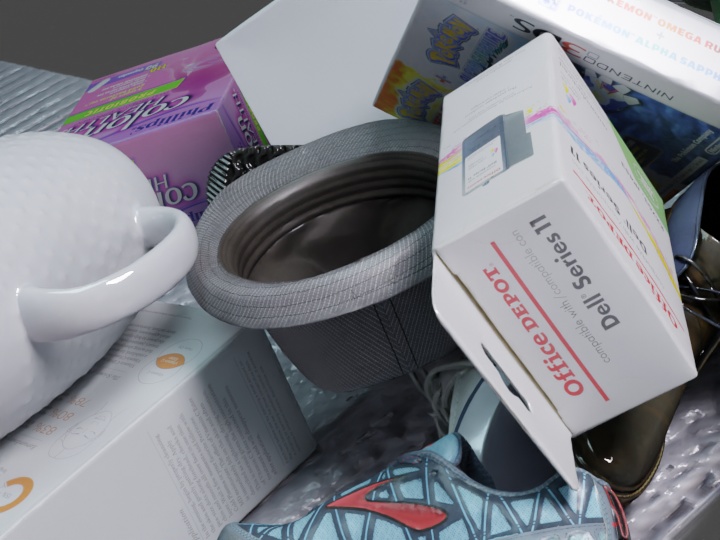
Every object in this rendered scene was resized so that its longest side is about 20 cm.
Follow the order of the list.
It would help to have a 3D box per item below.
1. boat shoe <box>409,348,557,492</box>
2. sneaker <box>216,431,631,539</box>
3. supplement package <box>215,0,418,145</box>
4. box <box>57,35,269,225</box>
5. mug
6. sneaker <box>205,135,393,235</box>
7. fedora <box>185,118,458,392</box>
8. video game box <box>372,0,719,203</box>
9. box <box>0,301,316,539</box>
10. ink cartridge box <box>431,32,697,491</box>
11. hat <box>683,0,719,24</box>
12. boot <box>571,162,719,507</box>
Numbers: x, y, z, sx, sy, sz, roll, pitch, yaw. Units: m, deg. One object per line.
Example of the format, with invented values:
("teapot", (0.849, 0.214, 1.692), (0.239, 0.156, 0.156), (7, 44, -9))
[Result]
("boat shoe", (0.065, 0.063, 0.779), (0.086, 0.075, 0.202), (-8, 27, 28))
("sneaker", (0.027, 0.122, 0.665), (0.200, 0.079, 0.096), (0, 62, 25))
("supplement package", (0.047, -0.157, 1.032), (0.191, 0.147, 0.200), (-28, 3, 32))
("box", (-0.166, -0.114, 1.291), (0.176, 0.097, 0.200), (-15, 27, 16))
("mug", (-0.176, 0.001, 0.795), (0.200, 0.148, 0.175), (0, 26, 37))
("sneaker", (0.010, -0.050, 0.919), (0.199, 0.070, 0.093), (1, 5, 14))
("fedora", (0.000, 0.000, 0.802), (0.177, 0.090, 0.200), (-26, 25, -9))
("video game box", (0.109, -0.102, 0.808), (0.047, 0.182, 0.200), (-64, 1, -16))
("box", (-0.144, 0.114, 0.829), (0.124, 0.098, 0.200), (7, 38, 46))
("ink cartridge box", (0.091, -0.010, 0.660), (0.067, 0.117, 0.200), (-29, 24, 21))
("hat", (0.293, -0.108, 0.988), (0.165, 0.176, 0.200), (-1, -4, 43))
("boot", (0.147, 0.022, 0.727), (0.097, 0.075, 0.200), (-55, 7, 39))
